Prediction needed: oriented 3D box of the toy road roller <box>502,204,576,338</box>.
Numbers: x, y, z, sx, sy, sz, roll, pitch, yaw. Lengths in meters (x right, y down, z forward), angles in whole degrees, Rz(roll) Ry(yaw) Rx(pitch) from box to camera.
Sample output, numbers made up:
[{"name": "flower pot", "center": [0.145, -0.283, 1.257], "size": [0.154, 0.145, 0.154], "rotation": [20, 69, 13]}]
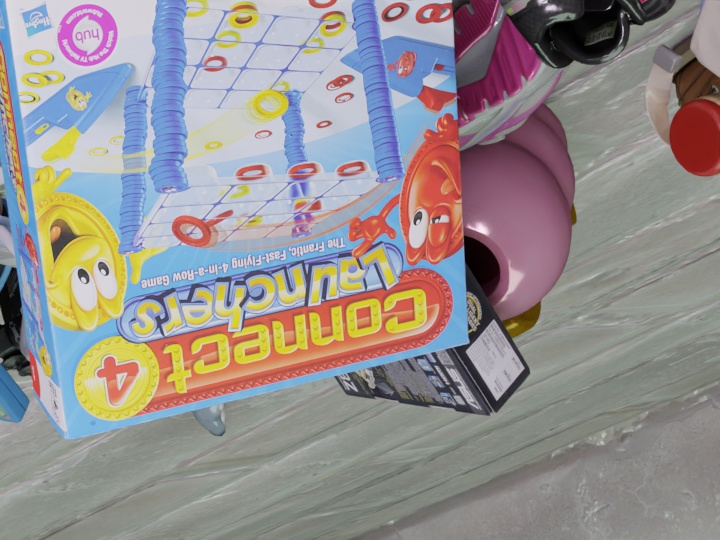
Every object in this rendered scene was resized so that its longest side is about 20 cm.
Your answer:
[{"name": "toy road roller", "center": [0.093, -0.005, 1.422], "size": [0.123, 0.147, 0.200], "rotation": [-24, 165, 27]}]

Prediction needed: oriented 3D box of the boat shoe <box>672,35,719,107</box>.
[{"name": "boat shoe", "center": [0.292, -0.158, 1.245], "size": [0.072, 0.068, 0.200], "rotation": [-8, 162, -28]}]

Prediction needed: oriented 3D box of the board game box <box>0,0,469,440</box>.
[{"name": "board game box", "center": [-0.055, -0.045, 0.794], "size": [0.199, 0.197, 0.056], "rotation": [-13, -158, -20]}]

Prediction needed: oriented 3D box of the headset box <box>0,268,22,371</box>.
[{"name": "headset box", "center": [-0.146, -0.002, 1.282], "size": [0.199, 0.078, 0.149], "rotation": [-13, 165, -23]}]

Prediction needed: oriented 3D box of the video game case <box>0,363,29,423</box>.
[{"name": "video game case", "center": [-0.276, 0.019, 0.970], "size": [0.142, 0.018, 0.200], "rotation": [11, 153, 19]}]

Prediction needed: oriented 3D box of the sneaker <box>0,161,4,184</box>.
[{"name": "sneaker", "center": [-0.261, -0.076, 0.876], "size": [0.146, 0.081, 0.200], "rotation": [-12, 170, 9]}]

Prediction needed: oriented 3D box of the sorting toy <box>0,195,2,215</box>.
[{"name": "sorting toy", "center": [-0.333, -0.023, 1.020], "size": [0.185, 0.037, 0.200], "rotation": [-32, 152, 28]}]

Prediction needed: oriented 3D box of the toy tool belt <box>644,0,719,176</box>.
[{"name": "toy tool belt", "center": [0.260, -0.152, 1.059], "size": [0.123, 0.125, 0.201], "rotation": [-16, 133, -39]}]

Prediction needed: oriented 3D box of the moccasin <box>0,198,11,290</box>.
[{"name": "moccasin", "center": [-0.290, 0.011, 1.149], "size": [0.068, 0.081, 0.200], "rotation": [8, 150, -41]}]

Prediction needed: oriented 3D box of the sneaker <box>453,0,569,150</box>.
[{"name": "sneaker", "center": [0.055, -0.104, 1.130], "size": [0.200, 0.082, 0.088], "rotation": [-23, 169, 37]}]

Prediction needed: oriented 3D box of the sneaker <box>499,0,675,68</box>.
[{"name": "sneaker", "center": [0.129, -0.153, 1.022], "size": [0.074, 0.088, 0.200], "rotation": [-25, 165, 28]}]

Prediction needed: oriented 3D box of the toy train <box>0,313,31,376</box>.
[{"name": "toy train", "center": [-0.195, 0.059, 1.239], "size": [0.046, 0.034, 0.200], "rotation": [-31, 163, 6]}]

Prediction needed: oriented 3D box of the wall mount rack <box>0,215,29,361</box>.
[{"name": "wall mount rack", "center": [-0.174, 0.014, 1.026], "size": [0.173, 0.075, 0.200], "rotation": [-6, 166, 37]}]

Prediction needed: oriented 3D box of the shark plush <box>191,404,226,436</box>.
[{"name": "shark plush", "center": [-0.128, 0.048, 1.194], "size": [0.083, 0.091, 0.200], "rotation": [2, 158, -5]}]

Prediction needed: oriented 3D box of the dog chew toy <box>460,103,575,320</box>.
[{"name": "dog chew toy", "center": [0.091, -0.053, 1.226], "size": [0.124, 0.125, 0.200], "rotation": [-26, -160, 31]}]

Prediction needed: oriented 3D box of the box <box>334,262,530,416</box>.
[{"name": "box", "center": [0.000, 0.000, 1.146], "size": [0.161, 0.200, 0.049], "rotation": [-1, -141, 52]}]
